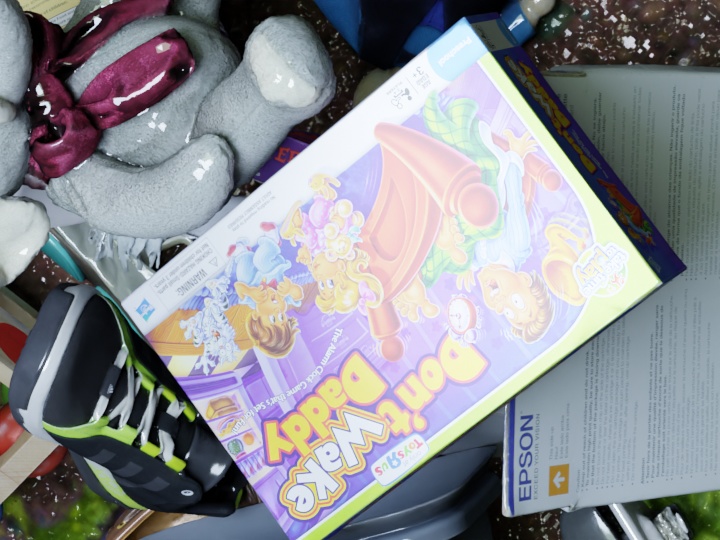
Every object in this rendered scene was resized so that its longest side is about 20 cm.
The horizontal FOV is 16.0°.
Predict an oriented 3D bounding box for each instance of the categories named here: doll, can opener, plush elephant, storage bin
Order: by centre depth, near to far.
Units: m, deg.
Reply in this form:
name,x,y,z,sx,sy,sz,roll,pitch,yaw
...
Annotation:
name,x,y,z,sx,sy,sz,roll,pitch,yaw
plush elephant,-0.130,-0.075,1.091,0.200,0.155,0.165,-60,40,40
storage bin,-0.019,0.179,1.191,0.200,0.146,0.134,-17,94,17
doll,0.034,-0.147,1.233,0.136,0.048,0.200,7,128,-14
can opener,0.102,0.083,1.254,0.066,0.053,0.200,-31,83,18

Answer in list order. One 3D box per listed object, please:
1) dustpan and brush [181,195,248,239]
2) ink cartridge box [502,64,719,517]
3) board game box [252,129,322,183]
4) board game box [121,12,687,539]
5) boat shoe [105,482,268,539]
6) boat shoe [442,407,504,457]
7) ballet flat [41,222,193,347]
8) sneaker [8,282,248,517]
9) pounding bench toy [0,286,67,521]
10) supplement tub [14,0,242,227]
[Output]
name,x,y,z,sx,sy,sz,roll,pitch,yaw
dustpan and brush,0.000,0.000,1.233,0.200,0.140,0.057,1,83,21
ink cartridge box,0.127,0.006,1.170,0.041,0.200,0.200,7,96,49
board game box,0.031,-0.032,1.192,0.120,0.200,0.032,17,95,16
board game box,0.016,0.006,1.071,0.200,0.045,0.135,-39,83,21
boat shoe,-0.047,0.115,1.300,0.200,0.068,0.072,-29,84,19
boat shoe,0.005,0.049,1.240,0.200,0.069,0.057,5,67,17
ballet flat,-0.125,-0.009,1.331,0.064,0.067,0.200,-42,80,-11
sneaker,-0.096,0.065,1.186,0.083,0.200,0.072,16,74,18
pounding bench toy,-0.225,0.037,1.312,0.156,0.200,0.124,38,110,-19
supplement tub,-0.160,-0.138,1.272,0.145,0.145,0.200,-35,70,18
